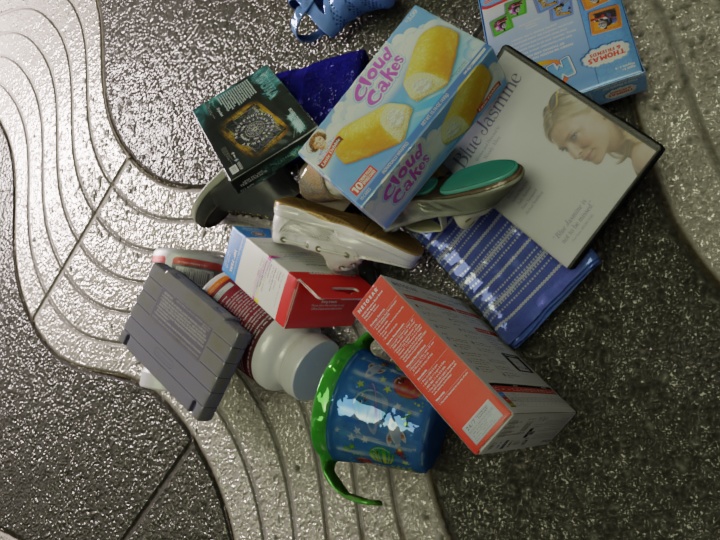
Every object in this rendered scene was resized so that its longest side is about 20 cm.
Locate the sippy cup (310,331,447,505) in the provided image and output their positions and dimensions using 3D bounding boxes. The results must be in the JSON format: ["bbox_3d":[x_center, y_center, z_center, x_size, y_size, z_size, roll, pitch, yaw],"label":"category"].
[{"bbox_3d":[0.030,0.165,0.716,0.129,0.139,0.180,12,111,24],"label":"sippy cup"}]

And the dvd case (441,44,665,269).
[{"bbox_3d":[0.182,-0.119,0.642,0.200,0.017,0.144,45,119,27],"label":"dvd case"}]

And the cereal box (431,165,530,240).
[{"bbox_3d":[0.146,-0.131,0.744,0.199,0.039,0.145,26,96,34],"label":"cereal box"}]

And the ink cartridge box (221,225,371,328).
[{"bbox_3d":[-0.076,0.015,0.797,0.199,0.115,0.068,36,114,41],"label":"ink cartridge box"}]

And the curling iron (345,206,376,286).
[{"bbox_3d":[0.000,0.000,0.824,0.049,0.025,0.202,-32,64,27],"label":"curling iron"}]

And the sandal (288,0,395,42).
[{"bbox_3d":[-0.032,-0.373,0.895,0.198,0.079,0.088,13,91,43],"label":"sandal"}]

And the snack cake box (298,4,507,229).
[{"bbox_3d":[0.042,-0.160,0.657,0.115,0.067,0.201,42,95,31],"label":"snack cake box"}]

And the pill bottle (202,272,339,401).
[{"bbox_3d":[-0.126,0.087,0.838,0.199,0.112,0.114,28,96,35],"label":"pill bottle"}]

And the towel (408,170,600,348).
[{"bbox_3d":[0.149,-0.031,0.696,0.201,0.024,0.145,51,123,22],"label":"towel"}]

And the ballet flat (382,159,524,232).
[{"bbox_3d":[0.095,-0.074,0.678,0.198,0.064,0.067,-3,34,43],"label":"ballet flat"}]

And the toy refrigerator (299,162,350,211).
[{"bbox_3d":[0.001,-0.173,0.798,0.200,0.070,0.076,-48,24,22],"label":"toy refrigerator"}]

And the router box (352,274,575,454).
[{"bbox_3d":[0.110,0.094,0.628,0.049,0.199,0.180,-52,57,14],"label":"router box"}]

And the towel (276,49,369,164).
[{"bbox_3d":[-0.078,-0.233,0.908,0.198,0.049,0.150,-4,79,33],"label":"towel"}]

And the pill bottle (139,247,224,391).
[{"bbox_3d":[-0.265,0.075,0.931,0.115,0.115,0.203,4,82,34],"label":"pill bottle"}]

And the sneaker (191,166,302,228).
[{"bbox_3d":[-0.173,-0.097,0.932,0.107,0.075,0.200,52,129,2],"label":"sneaker"}]

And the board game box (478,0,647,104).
[{"bbox_3d":[0.217,-0.265,0.700,0.150,0.037,0.203,-14,63,23],"label":"board game box"}]

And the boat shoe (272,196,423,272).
[{"bbox_3d":[-0.019,-0.032,0.768,0.198,0.071,0.070,20,108,20],"label":"boat shoe"}]

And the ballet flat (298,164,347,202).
[{"bbox_3d":[0.012,-0.129,0.739,0.198,0.068,0.068,-27,27,14],"label":"ballet flat"}]

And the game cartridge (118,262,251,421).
[{"bbox_3d":[-0.233,0.086,0.821,0.199,0.038,0.131,32,94,33],"label":"game cartridge"}]

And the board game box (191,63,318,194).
[{"bbox_3d":[-0.146,-0.200,0.860,0.134,0.028,0.201,-32,48,-3],"label":"board game box"}]
